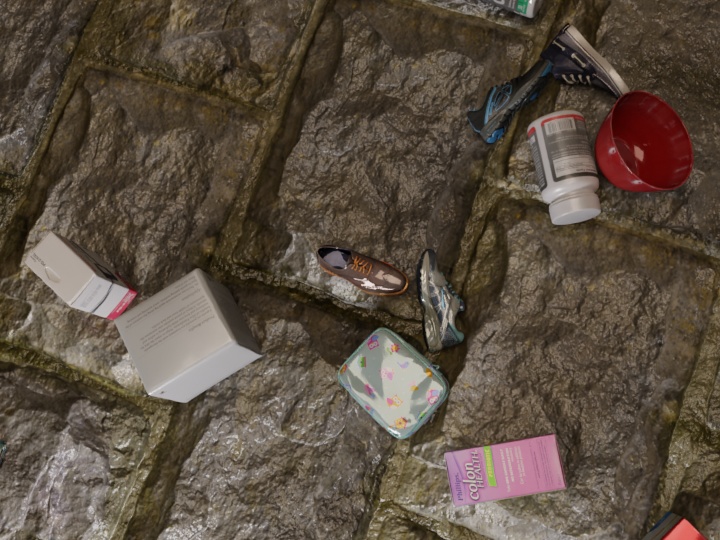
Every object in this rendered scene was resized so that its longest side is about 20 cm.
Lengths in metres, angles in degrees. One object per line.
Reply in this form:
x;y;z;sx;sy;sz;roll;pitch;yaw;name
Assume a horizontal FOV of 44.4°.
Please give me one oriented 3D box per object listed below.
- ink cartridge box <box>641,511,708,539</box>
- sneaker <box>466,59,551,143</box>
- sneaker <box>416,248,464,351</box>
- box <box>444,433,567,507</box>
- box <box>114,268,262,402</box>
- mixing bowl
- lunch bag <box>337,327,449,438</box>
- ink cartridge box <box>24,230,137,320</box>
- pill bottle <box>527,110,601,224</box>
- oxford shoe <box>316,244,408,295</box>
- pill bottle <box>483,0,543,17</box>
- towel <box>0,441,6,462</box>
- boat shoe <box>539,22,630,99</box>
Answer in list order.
0.531;0.484;1.514;0.116;0.200;0.067;-46;75;-2;ink cartridge box
0.300;-0.356;1.782;0.200;0.073;0.082;-46;70;10;sneaker
0.159;0.056;1.745;0.086;0.078;0.202;-6;84;-3;sneaker
0.262;0.360;1.601;0.198;0.176;0.098;-12;77;8;box
-0.334;0.134;1.744;0.198;0.200;0.172;-31;73;2;box
0.523;-0.228;1.690;0.199;0.108;0.202;9;69;-24;mixing bowl
0.070;0.218;1.716;0.200;0.077;0.161;42;87;15;lunch bag
-0.569;0.014;1.809;0.145;0.200;0.084;40;87;15;ink cartridge box
0.400;-0.198;1.723;0.113;0.114;0.202;-11;77;8;pill bottle
0.000;0.000;1.775;0.198;0.073;0.072;17;81;13;oxford shoe
0.286;-0.609;1.828;0.199;0.113;0.114;24;84;14;pill bottle
-0.857;0.414;1.874;0.198;0.022;0.148;12;80;14;towel
0.450;-0.397;1.784;0.093;0.075;0.200;-41;71;12;boat shoe
